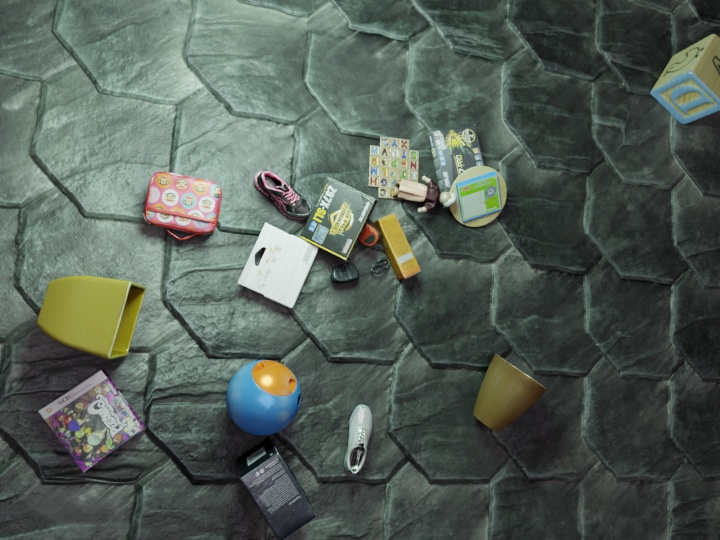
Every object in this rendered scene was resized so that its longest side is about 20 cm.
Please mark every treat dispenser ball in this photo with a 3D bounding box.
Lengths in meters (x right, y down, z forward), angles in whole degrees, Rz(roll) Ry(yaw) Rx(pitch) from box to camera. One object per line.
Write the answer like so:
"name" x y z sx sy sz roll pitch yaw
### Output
"treat dispenser ball" -0.263 0.345 1.485 0.201 0.201 0.201 1 85 -16

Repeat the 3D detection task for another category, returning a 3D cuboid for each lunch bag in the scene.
"lunch bag" -0.497 -0.175 1.532 0.200 0.082 0.176 10 86 -13

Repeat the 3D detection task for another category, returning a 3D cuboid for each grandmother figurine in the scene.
"grandmother figurine" 0.205 -0.239 1.721 0.200 0.061 0.121 11 91 -2

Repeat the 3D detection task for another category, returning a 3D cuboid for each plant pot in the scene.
"plant pot" -0.692 0.106 1.397 0.200 0.194 0.196 15 81 -9
"plant pot" 0.445 0.395 1.706 0.186 0.186 0.200 35 91 -10

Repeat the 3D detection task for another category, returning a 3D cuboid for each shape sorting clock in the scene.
"shape sorting clock" 0.381 -0.240 1.776 0.200 0.039 0.200 -6 115 -12

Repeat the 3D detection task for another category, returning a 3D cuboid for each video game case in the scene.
"video game case" -0.704 0.393 1.441 0.181 0.036 0.200 -34 95 -15

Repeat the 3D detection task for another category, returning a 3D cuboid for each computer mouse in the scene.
"computer mouse" 0.000 0.000 1.683 0.200 0.034 0.059 -12 72 -21

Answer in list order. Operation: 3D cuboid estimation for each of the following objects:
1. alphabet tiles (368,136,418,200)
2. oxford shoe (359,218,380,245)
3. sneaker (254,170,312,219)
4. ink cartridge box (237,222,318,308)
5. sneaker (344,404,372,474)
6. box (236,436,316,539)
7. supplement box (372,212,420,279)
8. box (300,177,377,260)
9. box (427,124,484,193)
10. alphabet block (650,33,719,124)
"alphabet tiles" 0.108 -0.327 1.751 0.166 0.006 0.200 4 84 -16
"oxford shoe" -0.017 -0.156 1.679 0.200 0.073 0.071 48 113 6
"sneaker" -0.223 -0.224 1.603 0.200 0.095 0.079 36 75 -11
"ink cartridge box" -0.242 -0.014 1.604 0.176 0.045 0.200 26 78 -13
"sneaker" 0.000 0.501 1.612 0.073 0.071 0.200 10 82 -15
"box" -0.231 0.582 1.474 0.117 0.197 0.200 -32 94 -15
"supplement box" 0.112 -0.074 1.699 0.069 0.067 0.200 -27 93 -16
"box" -0.065 -0.153 1.619 0.160 0.049 0.200 27 92 9
"box" 0.319 -0.366 1.792 0.161 0.049 0.200 -12 90 -14
"alphabet block" 1.243 -0.697 2.009 0.196 0.195 0.200 38 76 -11
